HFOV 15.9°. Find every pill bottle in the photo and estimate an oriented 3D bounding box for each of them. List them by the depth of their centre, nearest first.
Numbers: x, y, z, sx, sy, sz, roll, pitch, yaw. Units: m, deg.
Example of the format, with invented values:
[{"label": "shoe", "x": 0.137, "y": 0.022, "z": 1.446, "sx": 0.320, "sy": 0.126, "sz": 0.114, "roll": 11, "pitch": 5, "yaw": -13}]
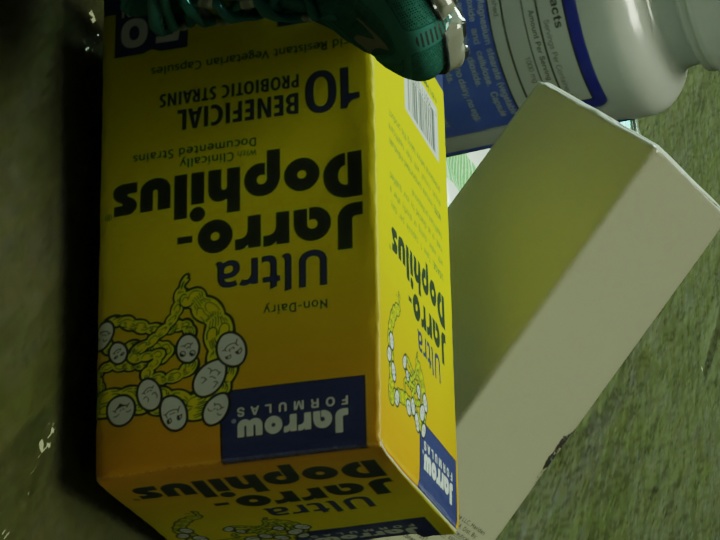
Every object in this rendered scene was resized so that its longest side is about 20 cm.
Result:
[{"label": "pill bottle", "x": 0.089, "y": -0.120, "z": 1.217, "sx": 0.112, "sy": 0.199, "sz": 0.112, "roll": -11, "pitch": 90, "yaw": -69}]

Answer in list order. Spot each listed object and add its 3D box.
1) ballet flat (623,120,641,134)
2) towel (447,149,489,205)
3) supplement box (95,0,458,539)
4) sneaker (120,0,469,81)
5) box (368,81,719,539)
[{"label": "ballet flat", "x": 0.137, "y": -0.124, "z": 1.553, "sx": 0.064, "sy": 0.067, "sz": 0.201, "roll": 97, "pitch": -4, "yaw": -60}, {"label": "towel", "x": 0.070, "y": -0.068, "z": 1.388, "sx": 0.153, "sy": 0.023, "sz": 0.200, "roll": 52, "pitch": 34, "yaw": -48}, {"label": "supplement box", "x": -0.030, "y": -0.005, "z": 0.969, "sx": 0.110, "sy": 0.108, "sz": 0.201, "roll": 52, "pitch": 33, "yaw": -62}, {"label": "sneaker", "x": -0.044, "y": -0.107, "z": 0.907, "sx": 0.080, "sy": 0.200, "sz": 0.078, "roll": -43, "pitch": 140, "yaw": -25}, {"label": "box", "x": 0.056, "y": 0.028, "z": 1.067, "sx": 0.200, "sy": 0.082, "sz": 0.068, "roll": -53, "pitch": 135, "yaw": -1}]
